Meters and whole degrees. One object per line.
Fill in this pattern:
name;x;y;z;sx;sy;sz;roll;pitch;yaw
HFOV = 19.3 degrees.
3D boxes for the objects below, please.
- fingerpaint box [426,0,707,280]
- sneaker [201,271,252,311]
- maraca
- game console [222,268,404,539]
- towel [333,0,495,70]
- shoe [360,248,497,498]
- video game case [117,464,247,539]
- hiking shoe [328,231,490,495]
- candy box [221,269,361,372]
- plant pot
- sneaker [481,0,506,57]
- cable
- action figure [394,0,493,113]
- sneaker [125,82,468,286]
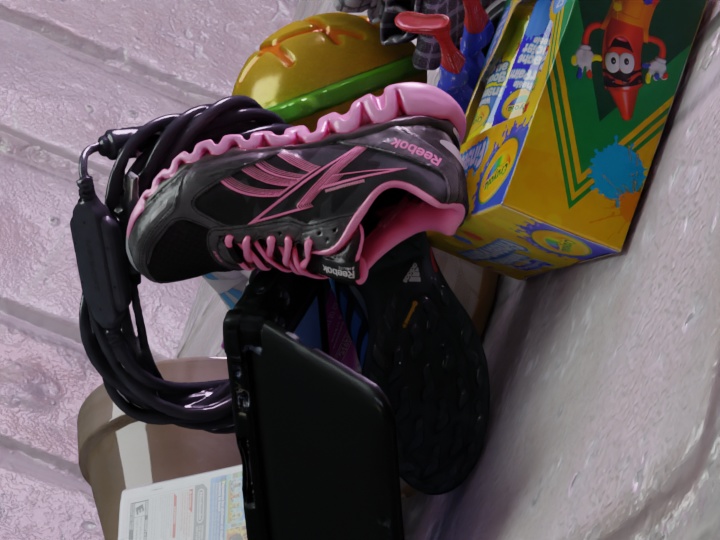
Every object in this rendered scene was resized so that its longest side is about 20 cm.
fingerpaint box;0.109;-0.089;1.170;0.200;0.073;0.167;160;131;-79
sneaker;-0.079;-0.016;1.418;0.077;0.081;0.200;-58;-11;-16
maraca;-0.033;-0.111;1.399;0.137;0.107;0.200;-19;4;40
game console;-0.006;0.102;1.185;0.176;0.116;0.201;-58;-31;-55
towel;0.095;-0.229;1.368;0.200;0.086;0.166;-34;-14;-38
shoe;0.037;0.040;1.323;0.070;0.053;0.201;-15;54;59
video game case;-0.080;0.195;1.355;0.200;0.018;0.144;-15;62;35
hiking shoe;0.026;0.031;1.229;0.087;0.074;0.201;108;148;-83
candy box;0.000;0.000;1.386;0.200;0.061;0.137;-1;-65;-67
plant pot;-0.114;0.187;1.600;0.200;0.199;0.174;123;149;-51
sneaker;0.094;-0.136;1.390;0.200;0.072;0.083;122;169;-50
cable;-0.089;0.000;1.240;0.051;0.163;0.201;17;123;51
action figure;0.067;-0.106;1.312;0.066;0.052;0.200;-65;-30;-27
sneaker;-0.031;-0.028;1.140;0.079;0.199;0.096;58;-166;-54
